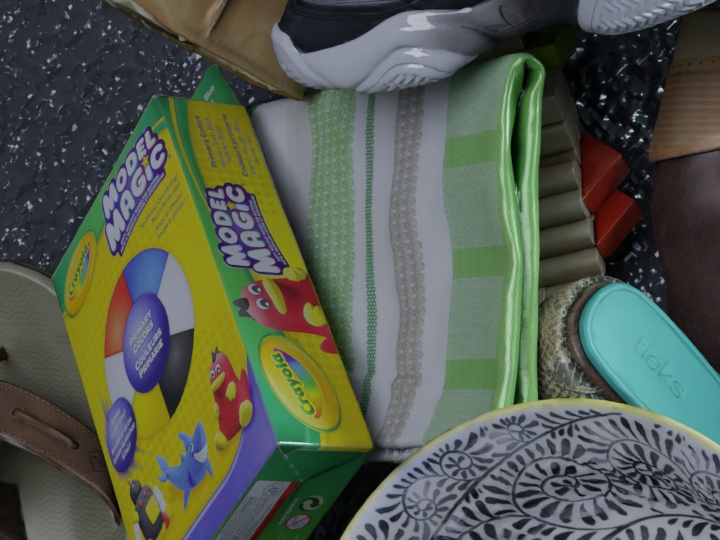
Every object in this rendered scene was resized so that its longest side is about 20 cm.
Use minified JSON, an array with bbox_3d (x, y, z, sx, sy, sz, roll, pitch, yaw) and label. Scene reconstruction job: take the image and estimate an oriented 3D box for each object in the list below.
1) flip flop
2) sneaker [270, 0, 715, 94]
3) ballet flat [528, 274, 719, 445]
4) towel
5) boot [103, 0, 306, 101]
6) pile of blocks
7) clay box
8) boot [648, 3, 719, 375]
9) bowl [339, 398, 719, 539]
[{"bbox_3d":[-0.136,0.088,0.931,0.081,0.058,0.201,-21,73,24],"label":"flip flop"},{"bbox_3d":[0.041,-0.131,0.752,0.200,0.075,0.114,-9,107,38],"label":"sneaker"},{"bbox_3d":[0.131,0.085,0.790,0.200,0.075,0.068,43,55,-1],"label":"ballet flat"},{"bbox_3d":[0.000,0.000,0.837,0.200,0.031,0.150,-6,83,59],"label":"towel"},{"bbox_3d":[-0.047,-0.187,0.829,0.200,0.175,0.066,-63,27,1],"label":"boot"},{"bbox_3d":[0.074,-0.046,0.854,0.062,0.082,0.201,-13,88,21],"label":"pile of blocks"},{"bbox_3d":[-0.067,0.023,0.874,0.115,0.047,0.200,-56,44,37],"label":"clay box"},{"bbox_3d":[0.202,-0.013,0.804,0.199,0.072,0.167,1,92,23],"label":"boot"},{"bbox_3d":[0.086,0.145,0.733,0.200,0.094,0.202,-5,81,32],"label":"bowl"}]
